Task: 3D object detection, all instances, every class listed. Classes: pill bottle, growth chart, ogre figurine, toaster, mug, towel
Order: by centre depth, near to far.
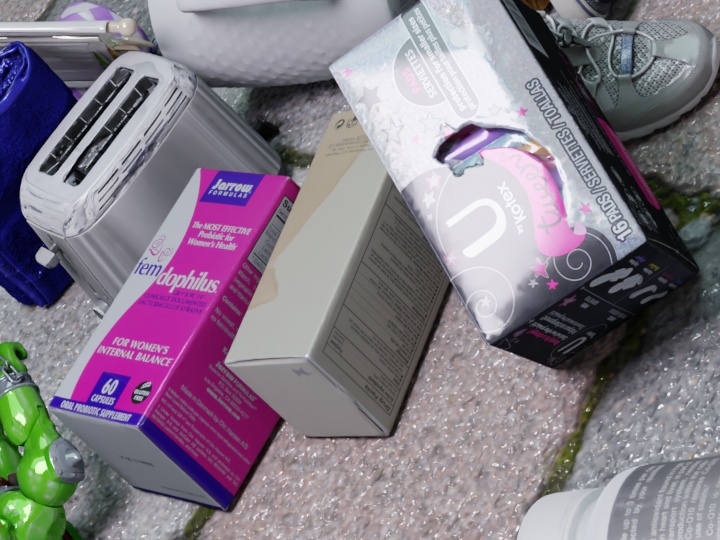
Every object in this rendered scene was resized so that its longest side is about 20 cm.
[{"bbox_3d":[0.184,0.149,1.197,0.199,0.113,0.114,-11,48,35],"label":"pill bottle"},{"bbox_3d":[-0.242,0.160,1.593,0.120,0.098,0.201,29,85,42],"label":"ogre figurine"},{"bbox_3d":[-0.147,-0.065,1.696,0.200,0.129,0.113,-52,38,-11],"label":"toaster"},{"bbox_3d":[-0.054,-0.204,1.698,0.174,0.200,0.149,1,99,25],"label":"mug"},{"bbox_3d":[-0.242,-0.062,1.733,0.148,0.200,0.050,-46,56,-1],"label":"towel"},{"bbox_3d":[-0.220,-0.157,1.747,0.144,0.200,0.018,0,83,-3],"label":"growth chart"}]

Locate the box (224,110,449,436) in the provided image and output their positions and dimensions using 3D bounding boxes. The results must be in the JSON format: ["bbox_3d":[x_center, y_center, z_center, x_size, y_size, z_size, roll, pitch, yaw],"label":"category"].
[{"bbox_3d":[0.000,0.000,1.529,0.077,0.095,0.201,-4,51,42],"label":"box"}]

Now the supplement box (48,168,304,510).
[{"bbox_3d":[-0.098,0.042,1.573,0.101,0.103,0.201,6,58,47],"label":"supplement box"}]

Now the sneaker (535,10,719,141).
[{"bbox_3d":[0.128,-0.127,1.509,0.199,0.082,0.075,-8,64,15],"label":"sneaker"}]

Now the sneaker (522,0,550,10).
[{"bbox_3d":[0.075,-0.186,1.651,0.088,0.075,0.201,0,54,43],"label":"sneaker"}]

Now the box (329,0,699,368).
[{"bbox_3d":[0.089,-0.058,1.402,0.115,0.132,0.201,-35,71,14],"label":"box"}]

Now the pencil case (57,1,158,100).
[{"bbox_3d":[-0.237,-0.118,1.874,0.201,0.084,0.086,-65,6,-28],"label":"pencil case"}]

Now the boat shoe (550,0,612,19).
[{"bbox_3d":[0.173,-0.253,1.620,0.093,0.075,0.201,-29,38,31],"label":"boat shoe"}]
